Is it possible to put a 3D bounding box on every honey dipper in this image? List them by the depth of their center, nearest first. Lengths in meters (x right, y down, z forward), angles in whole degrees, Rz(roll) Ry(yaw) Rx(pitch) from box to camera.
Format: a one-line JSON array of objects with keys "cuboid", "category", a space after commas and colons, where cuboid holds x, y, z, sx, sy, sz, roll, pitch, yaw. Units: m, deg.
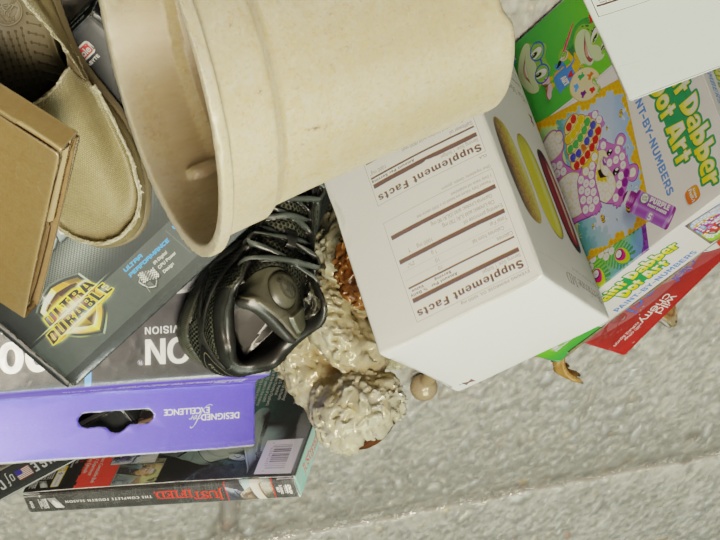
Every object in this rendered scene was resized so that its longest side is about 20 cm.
[{"cuboid": [0.071, 0.050, 1.639, 0.038, 0.038, 0.200, -3, 149, -19], "category": "honey dipper"}]

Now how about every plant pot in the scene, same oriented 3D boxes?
[{"cuboid": [-0.025, -0.127, 1.133, 0.183, 0.200, 0.200, -16, 150, -17], "category": "plant pot"}]

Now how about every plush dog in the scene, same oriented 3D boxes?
[{"cuboid": [0.000, 0.000, 1.443, 0.160, 0.200, 0.172, 34, 123, 1], "category": "plush dog"}]

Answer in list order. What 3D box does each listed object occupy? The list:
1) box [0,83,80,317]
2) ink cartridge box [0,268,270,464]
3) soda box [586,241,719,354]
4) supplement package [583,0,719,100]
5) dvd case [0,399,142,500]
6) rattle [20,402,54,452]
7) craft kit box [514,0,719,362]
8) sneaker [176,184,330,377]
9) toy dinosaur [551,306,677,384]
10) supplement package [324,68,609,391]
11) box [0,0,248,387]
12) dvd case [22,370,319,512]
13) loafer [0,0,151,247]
[{"cuboid": [-0.255, -0.075, 1.185, 0.200, 0.021, 0.164, 32, 143, 7], "category": "box"}, {"cuboid": [-0.157, 0.028, 1.372, 0.198, 0.200, 0.043, -3, -172, -19], "category": "ink cartridge box"}, {"cuboid": [0.221, -0.030, 1.519, 0.070, 0.063, 0.200, 17, 127, -41], "category": "soda box"}, {"cuboid": [0.155, -0.233, 1.072, 0.147, 0.191, 0.200, -21, 148, 11], "category": "supplement package"}, {"cuboid": [-0.228, 0.106, 1.502, 0.200, 0.150, 0.025, -29, 112, 21], "category": "dvd case"}, {"cuboid": [-0.323, 0.089, 1.428, 0.200, 0.143, 0.130, 0, 143, -24], "category": "rattle"}, {"cuboid": [0.151, -0.077, 1.311, 0.049, 0.200, 0.198, 17, 136, -40], "category": "craft kit box"}, {"cuboid": [-0.047, -0.023, 1.320, 0.076, 0.114, 0.199, 23, 90, -25], "category": "sneaker"}, {"cuboid": [0.158, 0.026, 1.635, 0.200, 0.060, 0.106, 9, 114, -40], "category": "toy dinosaur"}, {"cuboid": [0.052, -0.046, 1.262, 0.110, 0.200, 0.114, -27, 156, 19], "category": "supplement package"}, {"cuboid": [-0.164, -0.046, 1.268, 0.200, 0.046, 0.159, -41, 107, 20], "category": "box"}, {"cuboid": [-0.123, 0.115, 1.483, 0.200, 0.146, 0.022, -6, 121, 16], "category": "dvd case"}, {"cuboid": [-0.181, -0.093, 1.183, 0.076, 0.067, 0.200, -21, 113, 14], "category": "loafer"}]
